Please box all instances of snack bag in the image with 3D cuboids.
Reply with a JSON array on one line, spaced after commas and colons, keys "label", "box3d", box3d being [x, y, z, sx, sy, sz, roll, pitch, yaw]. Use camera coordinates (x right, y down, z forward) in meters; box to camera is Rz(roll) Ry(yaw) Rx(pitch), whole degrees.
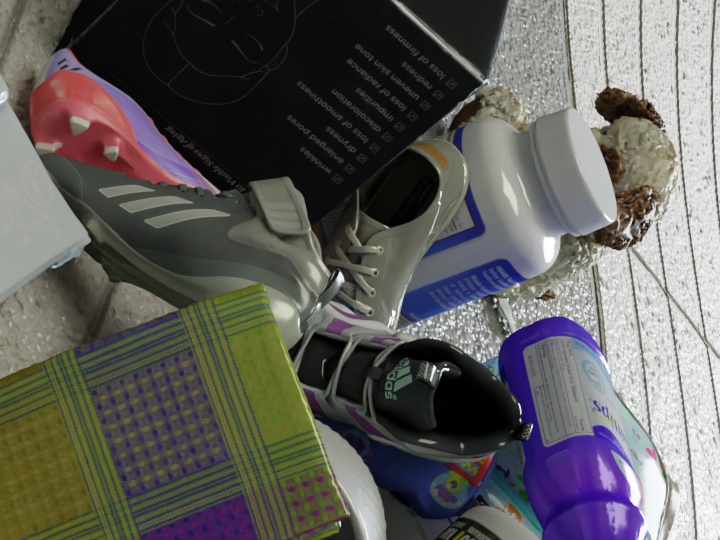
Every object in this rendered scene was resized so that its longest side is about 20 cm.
[{"label": "snack bag", "box3d": [-0.229, -0.065, 1.252, 0.200, 0.021, 0.189, 61, 29, -8]}]

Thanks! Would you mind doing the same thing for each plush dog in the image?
[{"label": "plush dog", "box3d": [0.165, -0.051, 1.831, 0.160, 0.171, 0.200, 45, 34, -33]}]

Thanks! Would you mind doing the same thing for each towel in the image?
[{"label": "towel", "box3d": [-0.117, 0.103, 1.245, 0.023, 0.199, 0.144, 32, 35, -75]}]

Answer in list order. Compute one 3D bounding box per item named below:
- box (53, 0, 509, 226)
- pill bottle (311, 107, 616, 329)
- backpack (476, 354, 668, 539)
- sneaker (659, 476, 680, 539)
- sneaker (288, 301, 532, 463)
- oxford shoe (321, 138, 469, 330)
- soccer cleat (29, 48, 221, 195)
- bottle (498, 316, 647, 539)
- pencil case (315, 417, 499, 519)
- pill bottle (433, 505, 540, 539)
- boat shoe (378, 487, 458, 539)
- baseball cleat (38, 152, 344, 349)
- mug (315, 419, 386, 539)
[{"label": "box", "box3d": [-0.046, -0.155, 1.503, 0.200, 0.196, 0.124, 40, 35, -17]}, {"label": "pill bottle", "box3d": [0.066, -0.036, 1.615, 0.112, 0.199, 0.112, 56, 21, -35]}, {"label": "backpack", "box3d": [0.119, 0.144, 1.648, 0.178, 0.150, 0.200, 51, 26, -12]}, {"label": "sneaker", "box3d": [0.189, 0.214, 1.804, 0.075, 0.070, 0.200, 35, 34, -13]}, {"label": "sneaker", "box3d": [0.007, 0.057, 1.381, 0.199, 0.140, 0.078, 17, 84, -12]}, {"label": "oxford shoe", "box3d": [0.000, 0.000, 1.540, 0.075, 0.200, 0.058, 31, 1, 23]}, {"label": "soccer cleat", "box3d": [-0.125, -0.058, 1.479, 0.200, 0.067, 0.077, 40, 32, -34]}, {"label": "bottle", "box3d": [0.134, 0.123, 1.476, 0.084, 0.065, 0.200, 51, 20, -42]}, {"label": "pencil case", "box3d": [-0.005, 0.082, 1.491, 0.200, 0.087, 0.078, 31, 8, -10]}, {"label": "pill bottle", "box3d": [0.032, 0.237, 1.378, 0.200, 0.112, 0.113, -40, 108, -17]}, {"label": "boat shoe", "box3d": [0.040, 0.211, 1.533, 0.067, 0.073, 0.201, -24, 90, -63]}, {"label": "baseball cleat", "box3d": [-0.098, -0.026, 1.391, 0.106, 0.200, 0.070, -48, 159, -21]}, {"label": "mug", "box3d": [-0.070, 0.126, 1.341, 0.200, 0.147, 0.175, 58, 8, 0]}]
